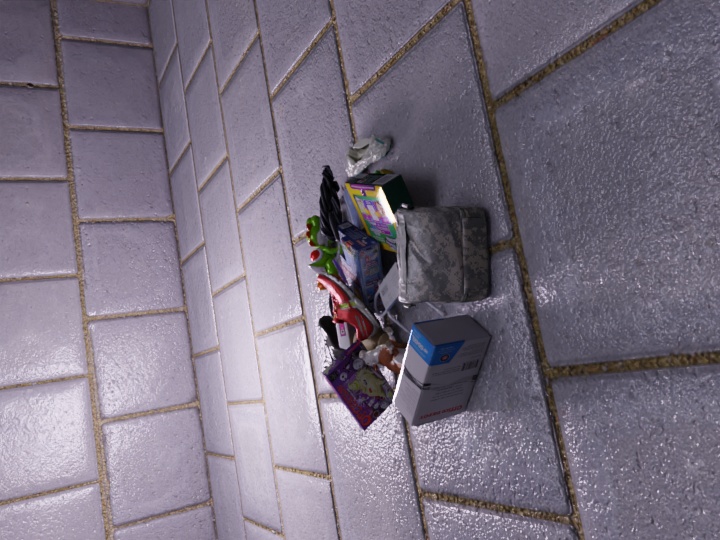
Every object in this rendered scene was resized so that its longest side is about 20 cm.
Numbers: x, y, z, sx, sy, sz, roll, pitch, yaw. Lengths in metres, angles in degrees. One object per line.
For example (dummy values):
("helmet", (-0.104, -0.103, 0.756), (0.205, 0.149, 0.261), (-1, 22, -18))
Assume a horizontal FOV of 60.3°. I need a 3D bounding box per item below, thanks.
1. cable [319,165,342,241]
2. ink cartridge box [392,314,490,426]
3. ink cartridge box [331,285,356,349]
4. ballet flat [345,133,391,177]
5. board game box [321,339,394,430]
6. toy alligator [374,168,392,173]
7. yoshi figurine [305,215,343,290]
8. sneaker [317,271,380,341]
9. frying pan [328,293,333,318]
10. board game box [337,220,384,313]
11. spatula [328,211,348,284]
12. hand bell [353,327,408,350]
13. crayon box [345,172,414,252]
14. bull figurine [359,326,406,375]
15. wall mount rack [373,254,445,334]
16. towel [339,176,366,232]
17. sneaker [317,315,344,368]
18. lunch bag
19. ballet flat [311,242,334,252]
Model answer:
("cable", (-0.076, -0.173, 1.604), (0.164, 0.050, 0.201), (85, -174, -54))
("ink cartridge box", (0.160, 0.202, 1.256), (0.084, 0.145, 0.201), (46, 132, 45))
("ink cartridge box", (-0.030, 0.136, 1.560), (0.037, 0.095, 0.201), (-14, 80, 17))
("ballet flat", (0.003, -0.291, 1.532), (0.200, 0.071, 0.072), (-21, 77, 58))
("board game box", (0.001, 0.276, 1.483), (0.032, 0.120, 0.201), (28, 154, 57))
("toy alligator", (0.067, -0.182, 1.452), (0.200, 0.054, 0.060), (54, 138, 42))
("yoshi figurine", (-0.088, -0.053, 1.682), (0.112, 0.112, 0.201), (51, -156, -85))
("sneaker", (-0.042, 0.085, 1.478), (0.200, 0.085, 0.077), (46, 178, 11))
("frying pan", (-0.028, 0.083, 1.668), (0.190, 0.031, 0.116), (-18, 78, 52))
("board game box", (0.000, 0.000, 1.544), (0.200, 0.061, 0.201), (-140, 33, -60))
("spatula", (-0.056, -0.056, 1.491), (0.057, 0.020, 0.201), (50, -152, -60))
("hand bell", (0.085, 0.181, 1.468), (0.199, 0.104, 0.105), (5, 99, 48))
("crayon box", (0.058, -0.128, 1.388), (0.173, 0.058, 0.200), (64, 163, -20))
("bull figurine", (0.090, 0.197, 1.384), (0.199, 0.065, 0.122), (20, 144, 19))
("wall mount rack", (0.107, 0.060, 1.409), (0.200, 0.074, 0.175), (-57, 43, 47))
("towel", (-0.026, -0.146, 1.653), (0.200, 0.024, 0.148), (-46, 55, 53))
("sneaker", (-0.079, 0.210, 1.727), (0.200, 0.076, 0.115), (-122, 39, -55))
("lunch bag", (0.149, -0.033, 1.219), (0.139, 0.167, 0.202), (9, 102, 59))
("ballet flat", (-0.109, -0.039, 1.772), (0.070, 0.065, 0.202), (4, 98, 62))
